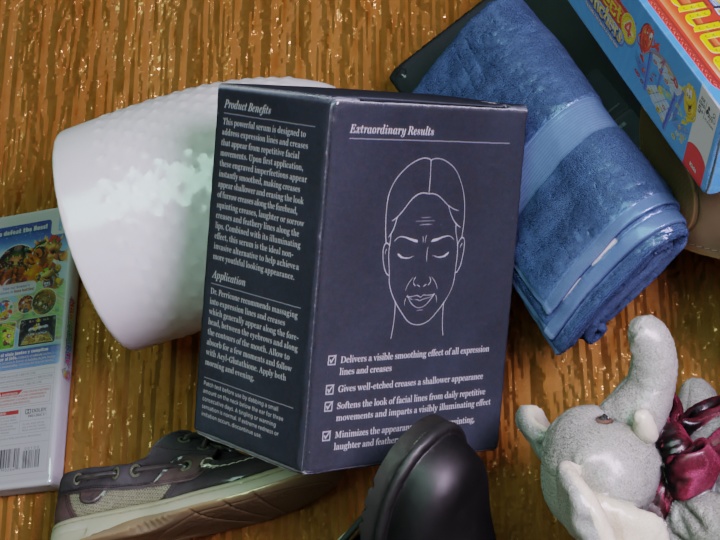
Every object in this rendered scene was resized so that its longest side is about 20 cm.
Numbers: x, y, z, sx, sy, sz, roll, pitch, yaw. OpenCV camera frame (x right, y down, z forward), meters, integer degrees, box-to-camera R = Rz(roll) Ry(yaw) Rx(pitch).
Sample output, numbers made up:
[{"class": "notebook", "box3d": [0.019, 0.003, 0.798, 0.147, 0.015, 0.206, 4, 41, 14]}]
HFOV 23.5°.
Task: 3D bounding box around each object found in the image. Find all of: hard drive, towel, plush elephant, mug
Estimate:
[{"class": "hard drive", "box3d": [0.122, -0.094, 1.082, 0.139, 0.033, 0.201, -37, 59, 6]}, {"class": "towel", "box3d": [0.103, -0.060, 1.006, 0.112, 0.048, 0.201, -51, 52, 29]}, {"class": "plush elephant", "box3d": [0.162, 0.096, 0.899, 0.201, 0.154, 0.165, -60, 20, 6]}, {"class": "mug", "box3d": [-0.085, -0.060, 1.108, 0.174, 0.148, 0.201, -18, 32, 7]}]

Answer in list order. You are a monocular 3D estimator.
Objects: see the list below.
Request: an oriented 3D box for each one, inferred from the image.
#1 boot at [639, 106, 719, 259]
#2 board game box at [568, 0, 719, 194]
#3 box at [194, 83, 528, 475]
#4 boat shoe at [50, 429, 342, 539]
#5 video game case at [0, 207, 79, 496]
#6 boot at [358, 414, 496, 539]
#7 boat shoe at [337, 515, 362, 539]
[{"class": "boot", "box3d": [0.252, -0.046, 0.965, 0.153, 0.074, 0.201, -11, 47, -15]}, {"class": "board game box", "box3d": [0.237, -0.146, 0.969, 0.194, 0.056, 0.201, -13, 48, -16]}, {"class": "box", "box3d": [0.000, 0.000, 0.974, 0.107, 0.148, 0.202, 14, 101, 48]}, {"class": "boat shoe", "box3d": [-0.107, 0.129, 1.067, 0.199, 0.072, 0.065, -19, 66, 22]}, {"class": "video game case", "box3d": [-0.262, 0.059, 1.196, 0.142, 0.018, 0.202, -9, 66, 21]}, {"class": "boot", "box3d": [0.085, 0.186, 0.904, 0.157, 0.213, 0.079, 18, 37, 33]}, {"class": "boat shoe", "box3d": [-0.022, 0.200, 1.001, 0.200, 0.068, 0.072, -42, 60, 4]}]
